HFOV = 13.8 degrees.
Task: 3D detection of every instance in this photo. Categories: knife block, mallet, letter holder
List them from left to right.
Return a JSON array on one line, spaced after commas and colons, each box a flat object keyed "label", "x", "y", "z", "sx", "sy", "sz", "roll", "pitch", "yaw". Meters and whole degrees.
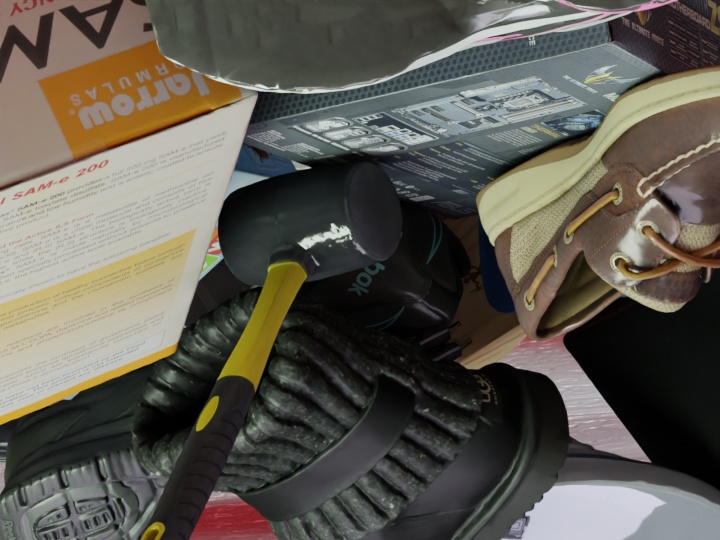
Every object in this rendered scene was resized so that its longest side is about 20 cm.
[{"label": "mallet", "x": -0.034, "y": 0.034, "z": 1.052, "sx": 0.066, "sy": 0.200, "sz": 0.041, "roll": -17, "pitch": 125, "yaw": 27}, {"label": "knife block", "x": 0.001, "y": 0.042, "z": 1.437, "sx": 0.175, "sy": 0.064, "sz": 0.200, "roll": -31, "pitch": 174, "yaw": -12}, {"label": "letter holder", "x": 0.208, "y": 0.009, "z": 1.322, "sx": 0.142, "sy": 0.101, "sz": 0.200, "roll": -39, "pitch": -177, "yaw": -28}]

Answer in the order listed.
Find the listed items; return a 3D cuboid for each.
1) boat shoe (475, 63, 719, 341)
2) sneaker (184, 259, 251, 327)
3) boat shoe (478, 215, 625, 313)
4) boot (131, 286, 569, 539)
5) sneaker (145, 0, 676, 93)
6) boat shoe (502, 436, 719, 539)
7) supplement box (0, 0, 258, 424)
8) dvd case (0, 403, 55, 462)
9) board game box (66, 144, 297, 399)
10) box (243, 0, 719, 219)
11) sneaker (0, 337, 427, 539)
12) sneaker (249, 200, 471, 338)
[{"label": "boat shoe", "x": 0.111, "y": -0.021, "z": 1.073, "sx": 0.072, "sy": 0.072, "sz": 0.200, "roll": 1, "pitch": 164, "yaw": -33}, {"label": "sneaker", "x": -0.090, "y": 0.023, "z": 1.417, "sx": 0.075, "sy": 0.082, "sz": 0.200, "roll": -15, "pitch": 166, "yaw": 38}, {"label": "boat shoe", "x": 0.104, "y": -0.023, "z": 1.300, "sx": 0.068, "sy": 0.085, "sz": 0.200, "roll": -6, "pitch": 171, "yaw": -16}, {"label": "boot", "x": -0.032, "y": 0.097, "z": 1.206, "sx": 0.157, "sy": 0.080, "sz": 0.211, "roll": 14, "pitch": 124, "yaw": -37}, {"label": "sneaker", "x": 0.029, "y": -0.095, "z": 0.919, "sx": 0.199, "sy": 0.081, "sz": 0.086, "roll": -2, "pitch": 180, "yaw": 11}, {"label": "boat shoe", "x": 0.073, "y": 0.093, "z": 1.334, "sx": 0.199, "sy": 0.066, "sz": 0.074, "roll": 11, "pitch": 129, "yaw": -18}, {"label": "supplement box", "x": -0.119, "y": -0.021, "z": 1.021, "sx": 0.126, "sy": 0.074, "sz": 0.200, "roll": -21, "pitch": 160, "yaw": -22}, {"label": "dvd case", "x": -0.145, "y": 0.042, "z": 1.412, "sx": 0.199, "sy": 0.149, "sz": 0.016, "roll": 3, "pitch": 121, "yaw": -35}, {"label": "board game box", "x": -0.133, "y": -0.011, "z": 1.181, "sx": 0.151, "sy": 0.037, "sz": 0.200, "roll": -42, "pitch": 157, "yaw": 21}, {"label": "box", "x": 0.059, "y": -0.070, "z": 1.112, "sx": 0.157, "sy": 0.051, "sz": 0.200, "roll": -11, "pitch": 168, "yaw": 27}, {"label": "sneaker", "x": -0.068, "y": 0.058, "z": 1.288, "sx": 0.199, "sy": 0.091, "sz": 0.076, "roll": -17, "pitch": 128, "yaw": 6}, {"label": "sneaker", "x": 0.000, "y": 0.000, "z": 1.257, "sx": 0.079, "sy": 0.076, "sz": 0.200, "roll": 30, "pitch": -179, "yaw": -2}]
